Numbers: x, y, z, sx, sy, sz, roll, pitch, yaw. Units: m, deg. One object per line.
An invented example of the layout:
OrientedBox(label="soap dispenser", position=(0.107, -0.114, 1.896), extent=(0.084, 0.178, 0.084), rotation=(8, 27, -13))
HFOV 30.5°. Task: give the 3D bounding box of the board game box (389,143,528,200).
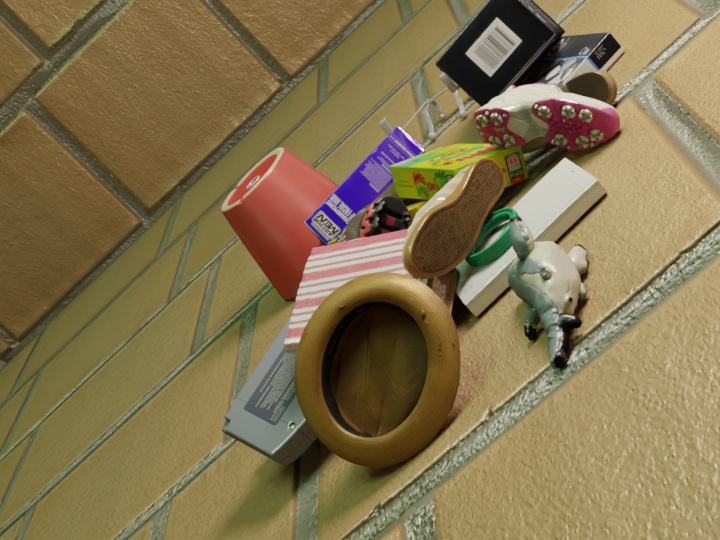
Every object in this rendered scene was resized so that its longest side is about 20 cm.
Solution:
OrientedBox(label="board game box", position=(0.127, -0.130, 1.742), extent=(0.101, 0.048, 0.200), rotation=(-21, 12, -19))

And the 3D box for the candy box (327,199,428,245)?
OrientedBox(label="candy box", position=(0.050, -0.070, 1.839), extent=(0.102, 0.027, 0.199), rotation=(-31, 7, -41))

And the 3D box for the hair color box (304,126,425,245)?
OrientedBox(label="hair color box", position=(0.015, -0.110, 1.966), extent=(0.200, 0.065, 0.109), rotation=(-47, -18, -2))

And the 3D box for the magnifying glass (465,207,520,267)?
OrientedBox(label="magnifying glass", position=(0.132, -0.040, 1.564), extent=(0.080, 0.022, 0.200), rotation=(-49, 18, -11))

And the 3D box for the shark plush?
OrientedBox(label="shark plush", position=(0.191, 0.035, 1.312), extent=(0.084, 0.090, 0.201), rotation=(-59, 30, 27))

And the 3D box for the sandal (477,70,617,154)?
OrientedBox(label="sandal", position=(0.254, -0.205, 1.709), extent=(0.211, 0.078, 0.069), rotation=(-19, -3, 44))

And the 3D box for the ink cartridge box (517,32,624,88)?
OrientedBox(label="ink cartridge box", position=(0.282, -0.281, 1.836), extent=(0.100, 0.039, 0.200), rotation=(-48, 15, -6))

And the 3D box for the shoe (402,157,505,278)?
OrientedBox(label="shoe", position=(0.102, -0.054, 1.520), extent=(0.053, 0.070, 0.200), rotation=(-24, 19, 50))

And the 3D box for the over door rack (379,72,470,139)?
OrientedBox(label="over door rack", position=(0.136, -0.264, 2.082), extent=(0.147, 0.067, 0.200), rotation=(-35, -2, 33))

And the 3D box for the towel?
OrientedBox(label="towel", position=(-0.003, 0.024, 1.540), extent=(0.145, 0.030, 0.201), rotation=(-11, 34, 18))

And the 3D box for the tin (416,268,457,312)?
OrientedBox(label="tin", position=(0.061, 0.060, 1.509), extent=(0.112, 0.042, 0.201), rotation=(-43, 20, 33))

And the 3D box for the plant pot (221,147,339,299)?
OrientedBox(label="plant pot", position=(-0.112, -0.084, 2.099), extent=(0.200, 0.177, 0.201), rotation=(-41, 17, 15))

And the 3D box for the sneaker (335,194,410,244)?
OrientedBox(label="sneaker", position=(0.000, 0.000, 1.734), extent=(0.098, 0.070, 0.202), rotation=(-8, 61, 58))

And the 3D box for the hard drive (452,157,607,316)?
OrientedBox(label="hard drive", position=(0.185, -0.041, 1.513), extent=(0.200, 0.026, 0.132), rotation=(-44, 16, 5))

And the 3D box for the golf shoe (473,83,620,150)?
OrientedBox(label="golf shoe", position=(0.235, -0.199, 1.616), extent=(0.199, 0.076, 0.092), rotation=(8, 45, 40))

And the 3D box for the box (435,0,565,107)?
OrientedBox(label="box", position=(0.204, -0.322, 1.900), extent=(0.148, 0.104, 0.200), rotation=(-48, -2, 18))

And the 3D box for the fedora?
OrientedBox(label="fedora", position=(0.027, 0.106, 1.385), extent=(0.200, 0.201, 0.082), rotation=(-42, -23, 11))

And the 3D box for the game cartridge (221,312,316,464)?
OrientedBox(label="game cartridge", position=(-0.068, 0.126, 1.543), extent=(0.133, 0.042, 0.201), rotation=(21, 72, 44))
